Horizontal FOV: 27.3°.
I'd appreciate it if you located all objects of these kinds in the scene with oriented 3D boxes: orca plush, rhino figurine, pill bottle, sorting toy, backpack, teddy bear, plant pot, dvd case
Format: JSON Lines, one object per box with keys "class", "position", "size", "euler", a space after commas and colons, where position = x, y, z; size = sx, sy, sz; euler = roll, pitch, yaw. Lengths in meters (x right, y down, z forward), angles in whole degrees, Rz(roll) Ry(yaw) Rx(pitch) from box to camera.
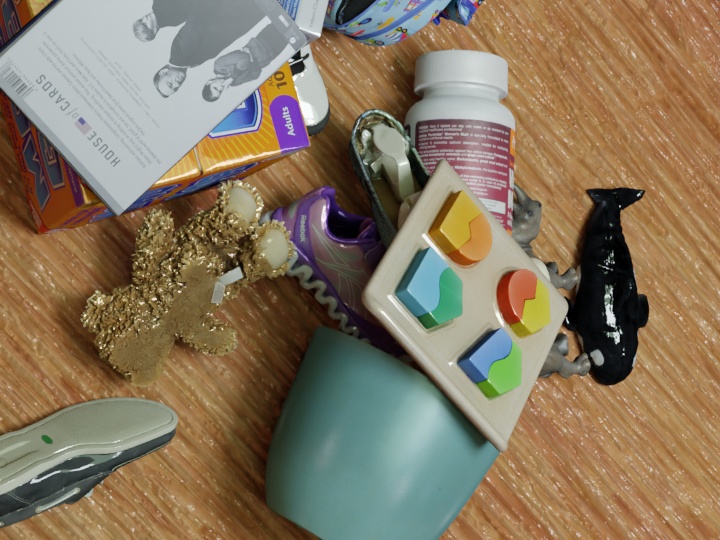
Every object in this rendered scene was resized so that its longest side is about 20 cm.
{"class": "orca plush", "position": [0.268, 0.013, 1.502], "size": [0.104, 0.071, 0.203], "euler": [19, 78, -20]}
{"class": "rhino figurine", "position": [0.167, 0.011, 1.466], "size": [0.086, 0.060, 0.203], "euler": [-8, 86, -27]}
{"class": "pill bottle", "position": [0.093, -0.101, 1.417], "size": [0.108, 0.109, 0.203], "euler": [6, 83, -22]}
{"class": "sorting toy", "position": [0.099, 0.024, 1.260], "size": [0.185, 0.036, 0.201], "euler": [47, 44, -18]}
{"class": "backpack", "position": [0.038, -0.292, 1.381], "size": [0.134, 0.182, 0.201], "euler": [37, 89, -39]}
{"class": "teddy bear", "position": [-0.151, 0.008, 1.304], "size": [0.144, 0.067, 0.201], "euler": [31, 97, -35]}
{"class": "plant pot", "position": [0.007, 0.170, 1.314], "size": [0.199, 0.200, 0.162], "euler": [33, 81, -17]}
{"class": "dvd case", "position": [-0.158, -0.162, 1.103], "size": [0.200, 0.025, 0.151], "euler": [-42, 113, -3]}

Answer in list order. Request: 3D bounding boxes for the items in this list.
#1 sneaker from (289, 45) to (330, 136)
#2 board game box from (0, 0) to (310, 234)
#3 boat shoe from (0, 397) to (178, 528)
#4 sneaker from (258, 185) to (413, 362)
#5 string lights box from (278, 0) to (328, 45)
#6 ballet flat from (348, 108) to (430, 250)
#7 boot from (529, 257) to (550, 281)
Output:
{"class": "sneaker", "position": [-0.084, -0.217, 1.370], "size": [0.073, 0.080, 0.202], "euler": [-31, 98, -23]}
{"class": "board game box", "position": [-0.188, -0.162, 1.252], "size": [0.198, 0.200, 0.203], "euler": [-17, 91, -24]}
{"class": "boat shoe", "position": [-0.249, 0.164, 1.278], "size": [0.198, 0.072, 0.068], "euler": [-19, 129, -30]}
{"class": "sneaker", "position": [0.000, 0.000, 1.367], "size": [0.088, 0.081, 0.200], "euler": [-41, 105, 21]}
{"class": "string lights box", "position": [-0.119, -0.254, 1.150], "size": [0.198, 0.059, 0.104], "euler": [16, 80, -21]}
{"class": "ballet flat", "position": [0.042, -0.065, 1.331], "size": [0.073, 0.075, 0.201], "euler": [-18, 59, -23]}
{"class": "boot", "position": [0.130, 0.081, 1.403], "size": [0.107, 0.075, 0.202], "euler": [-25, 136, -40]}
